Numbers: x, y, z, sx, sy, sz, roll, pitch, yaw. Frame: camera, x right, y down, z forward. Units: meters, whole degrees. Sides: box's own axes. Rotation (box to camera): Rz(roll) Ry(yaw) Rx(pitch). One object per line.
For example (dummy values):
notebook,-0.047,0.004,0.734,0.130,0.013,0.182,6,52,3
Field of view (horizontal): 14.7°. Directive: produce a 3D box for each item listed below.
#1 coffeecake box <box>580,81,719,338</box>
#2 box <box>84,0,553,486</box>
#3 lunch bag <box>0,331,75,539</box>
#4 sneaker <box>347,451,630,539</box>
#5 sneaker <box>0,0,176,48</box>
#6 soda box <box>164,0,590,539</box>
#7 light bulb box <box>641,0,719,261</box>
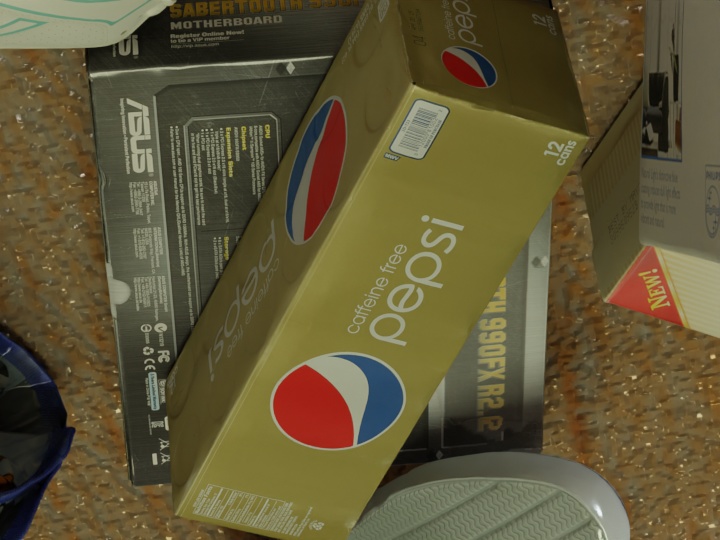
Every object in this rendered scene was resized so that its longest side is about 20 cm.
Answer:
coffeecake box,0.202,-0.036,0.973,0.200,0.073,0.154,17,129,-20
box,-0.012,-0.013,0.987,0.158,0.048,0.200,-5,133,-3
lunch bag,-0.214,0.076,0.984,0.170,0.124,0.200,-26,166,16
sneaker,0.029,0.101,1.057,0.200,0.071,0.073,-21,104,44
sneaker,-0.073,-0.117,0.882,0.200,0.071,0.080,-12,142,13
soda box,0.000,0.000,0.921,0.064,0.068,0.200,15,128,-20
light bulb box,0.189,-0.101,0.804,0.198,0.125,0.200,1,93,-7
